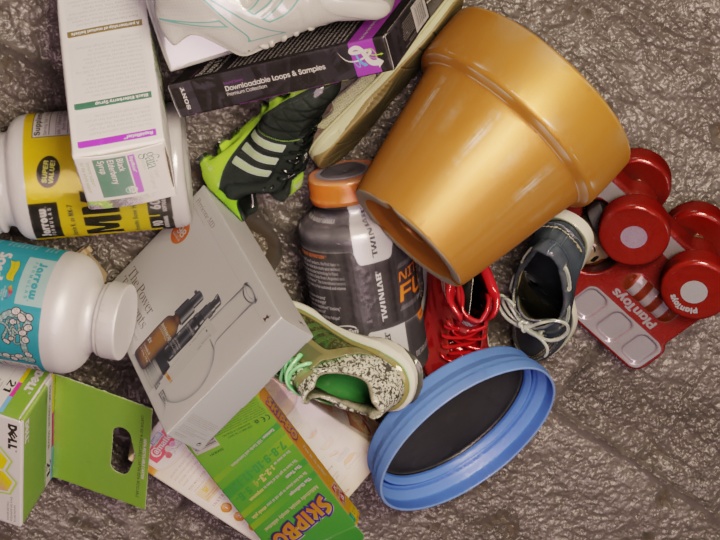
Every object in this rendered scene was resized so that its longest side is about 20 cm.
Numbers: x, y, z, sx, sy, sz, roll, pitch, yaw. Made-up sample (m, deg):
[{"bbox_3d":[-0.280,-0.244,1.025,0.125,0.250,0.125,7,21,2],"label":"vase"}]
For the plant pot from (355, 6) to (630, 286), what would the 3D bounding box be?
[{"bbox_3d":[0.101,-0.093,1.435,0.200,0.200,0.183,45,80,-18],"label":"plant pot"}]

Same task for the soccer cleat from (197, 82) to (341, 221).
[{"bbox_3d":[-0.069,-0.113,1.475,0.081,0.068,0.200,52,136,-3],"label":"soccer cleat"}]

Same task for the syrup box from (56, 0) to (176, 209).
[{"bbox_3d":[-0.210,-0.159,1.411,0.081,0.201,0.079,-9,149,-2],"label":"syrup box"}]

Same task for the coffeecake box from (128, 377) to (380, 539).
[{"bbox_3d":[-0.101,0.167,1.611,0.200,0.073,0.154,36,104,-16],"label":"coffeecake box"}]

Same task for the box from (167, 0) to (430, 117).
[{"bbox_3d":[-0.051,-0.188,1.416,0.199,0.143,0.036,-9,113,20],"label":"box"}]

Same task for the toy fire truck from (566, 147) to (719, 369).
[{"bbox_3d":[0.251,-0.008,1.565,0.200,0.112,0.168,39,122,-16],"label":"toy fire truck"}]

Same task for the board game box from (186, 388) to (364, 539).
[{"bbox_3d":[-0.085,0.195,1.558,0.095,0.030,0.200,-26,110,22],"label":"board game box"}]

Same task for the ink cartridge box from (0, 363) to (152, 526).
[{"bbox_3d":[-0.303,0.168,1.545,0.199,0.076,0.148,17,130,9],"label":"ink cartridge box"}]

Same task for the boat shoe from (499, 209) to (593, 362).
[{"bbox_3d":[0.170,0.028,1.542,0.075,0.062,0.200,33,145,13],"label":"boat shoe"}]

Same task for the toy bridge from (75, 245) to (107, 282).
[{"bbox_3d":[-0.335,0.034,1.568,0.200,0.027,0.067,-35,108,10],"label":"toy bridge"}]

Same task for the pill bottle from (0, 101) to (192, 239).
[{"bbox_3d":[-0.255,-0.087,1.483,0.199,0.114,0.115,-6,111,-2],"label":"pill bottle"}]

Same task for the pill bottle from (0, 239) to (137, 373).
[{"bbox_3d":[-0.306,0.030,1.486,0.199,0.111,0.111,9,110,7],"label":"pill bottle"}]

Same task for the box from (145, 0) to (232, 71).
[{"bbox_3d":[-0.084,-0.258,1.427,0.199,0.124,0.098,-17,111,1],"label":"box"}]

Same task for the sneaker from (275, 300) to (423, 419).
[{"bbox_3d":[-0.047,0.084,1.481,0.199,0.089,0.077,15,113,15],"label":"sneaker"}]

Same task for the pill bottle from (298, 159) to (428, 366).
[{"bbox_3d":[0.000,0.000,1.540,0.106,0.106,0.201,-10,111,-1],"label":"pill bottle"}]

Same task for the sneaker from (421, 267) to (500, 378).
[{"bbox_3d":[0.091,0.056,1.562,0.078,0.116,0.201,-8,111,-1],"label":"sneaker"}]

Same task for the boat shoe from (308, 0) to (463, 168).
[{"bbox_3d":[0.010,-0.185,1.490,0.066,0.072,0.201,42,100,8],"label":"boat shoe"}]

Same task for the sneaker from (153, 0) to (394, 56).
[{"bbox_3d":[-0.072,-0.218,1.346,0.199,0.071,0.081,5,119,0],"label":"sneaker"}]

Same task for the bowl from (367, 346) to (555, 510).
[{"bbox_3d":[0.095,0.150,1.582,0.200,0.039,0.201,-25,147,-18],"label":"bowl"}]

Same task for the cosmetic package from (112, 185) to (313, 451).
[{"bbox_3d":[-0.144,0.040,1.495,0.151,0.200,0.052,-44,136,10],"label":"cosmetic package"}]
